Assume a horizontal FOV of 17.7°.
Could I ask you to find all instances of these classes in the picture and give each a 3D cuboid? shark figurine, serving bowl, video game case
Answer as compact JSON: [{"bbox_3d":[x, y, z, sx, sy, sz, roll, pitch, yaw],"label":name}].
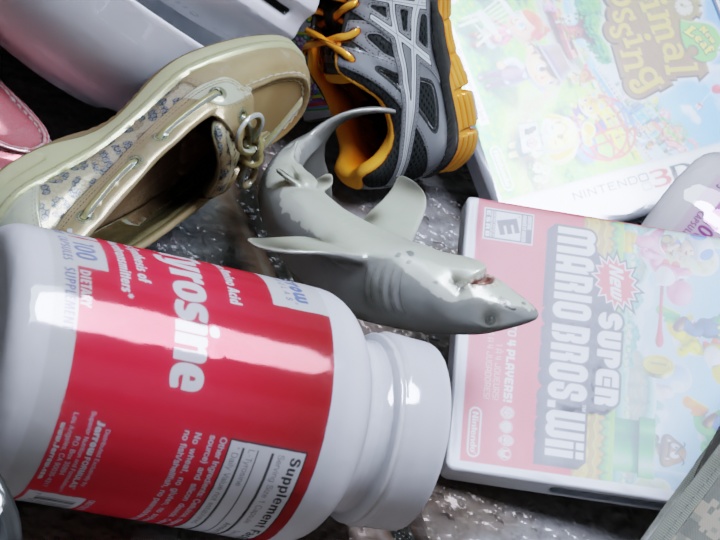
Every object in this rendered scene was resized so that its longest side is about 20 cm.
[{"bbox_3d":[-0.019,-0.008,1.122,0.128,0.090,0.214,-2,28,-24],"label":"shark figurine"},{"bbox_3d":[-0.148,-0.135,1.185,0.200,0.066,0.200,38,7,-5],"label":"serving bowl"},{"bbox_3d":[0.142,0.046,1.128,0.200,0.017,0.143,9,67,-8],"label":"video game case"},{"bbox_3d":[0.130,-0.121,1.311,0.182,0.022,0.200,-15,76,-19],"label":"video game case"}]

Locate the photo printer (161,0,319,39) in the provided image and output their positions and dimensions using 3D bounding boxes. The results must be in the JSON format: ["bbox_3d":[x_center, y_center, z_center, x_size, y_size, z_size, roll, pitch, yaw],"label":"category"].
[{"bbox_3d":[-0.116,-0.197,1.185,0.200,0.069,0.166,44,8,38],"label":"photo printer"}]

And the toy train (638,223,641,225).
[{"bbox_3d":[0.191,-0.014,1.320,0.200,0.034,0.046,26,61,-3],"label":"toy train"}]

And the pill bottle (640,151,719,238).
[{"bbox_3d":[0.235,0.035,1.222,0.200,0.112,0.112,36,33,13],"label":"pill bottle"}]

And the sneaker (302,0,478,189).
[{"bbox_3d":[0.003,-0.134,1.226,0.077,0.200,0.078,-29,19,-33],"label":"sneaker"}]

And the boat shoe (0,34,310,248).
[{"bbox_3d":[-0.092,-0.045,1.096,0.200,0.073,0.063,-35,54,-29],"label":"boat shoe"}]

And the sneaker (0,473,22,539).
[{"bbox_3d":[-0.233,0.082,0.866,0.200,0.076,0.115,29,40,16],"label":"sneaker"}]

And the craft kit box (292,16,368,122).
[{"bbox_3d":[0.003,-0.209,1.339,0.048,0.200,0.198,-9,15,29],"label":"craft kit box"}]

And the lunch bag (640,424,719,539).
[{"bbox_3d":[0.211,0.140,1.032,0.164,0.200,0.118,36,-10,9],"label":"lunch bag"}]

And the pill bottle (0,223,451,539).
[{"bbox_3d":[-0.068,0.053,0.974,0.200,0.112,0.112,12,36,-23],"label":"pill bottle"}]

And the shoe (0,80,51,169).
[{"bbox_3d":[-0.222,-0.116,1.112,0.200,0.091,0.071,32,33,7],"label":"shoe"}]
